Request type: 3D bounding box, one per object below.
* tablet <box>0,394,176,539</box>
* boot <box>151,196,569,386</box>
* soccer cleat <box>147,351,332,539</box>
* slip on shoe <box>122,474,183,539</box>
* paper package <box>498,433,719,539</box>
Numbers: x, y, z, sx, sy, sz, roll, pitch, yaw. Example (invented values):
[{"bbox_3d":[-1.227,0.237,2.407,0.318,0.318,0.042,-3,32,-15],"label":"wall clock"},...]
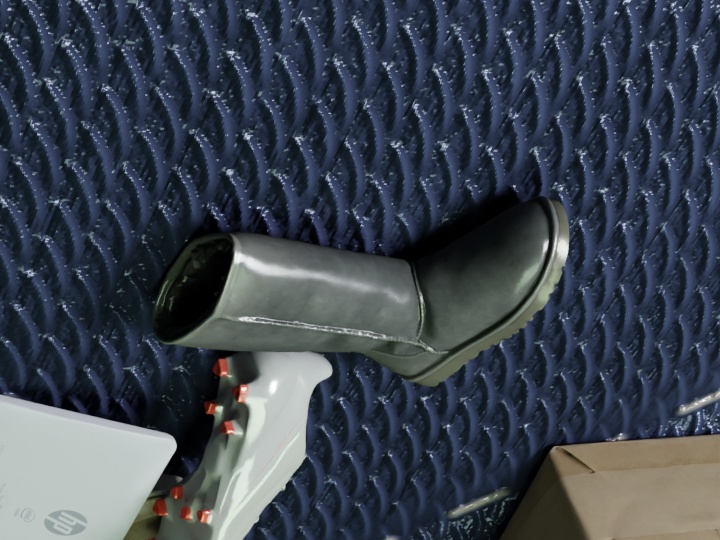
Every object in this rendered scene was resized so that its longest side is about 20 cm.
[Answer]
[{"bbox_3d":[-0.210,0.154,1.533,0.130,0.014,0.200,14,136,-18],"label":"tablet"},{"bbox_3d":[0.001,0.001,1.411,0.200,0.073,0.182,19,129,-32],"label":"boot"},{"bbox_3d":[-0.076,0.133,1.522,0.077,0.069,0.200,1,126,-34],"label":"soccer cleat"},{"bbox_3d":[-0.127,0.207,1.627,0.076,0.061,0.200,-16,145,-3],"label":"slip on shoe"},{"bbox_3d":[0.202,0.219,1.757,0.190,0.104,0.200,-3,142,-23],"label":"paper package"}]
